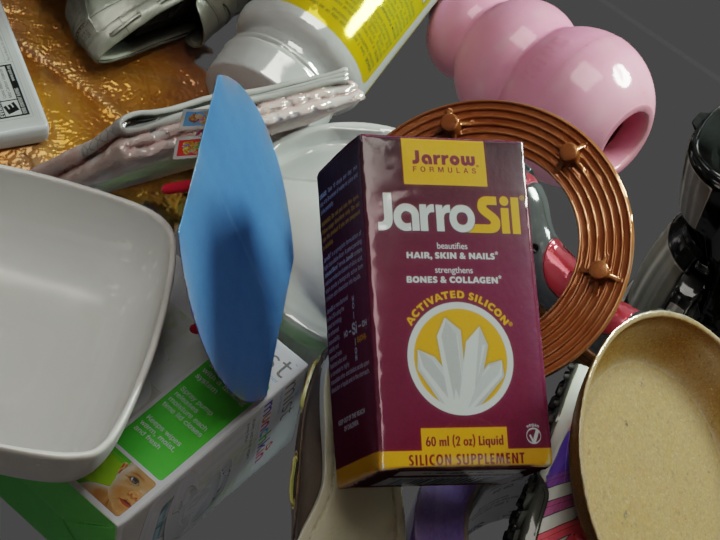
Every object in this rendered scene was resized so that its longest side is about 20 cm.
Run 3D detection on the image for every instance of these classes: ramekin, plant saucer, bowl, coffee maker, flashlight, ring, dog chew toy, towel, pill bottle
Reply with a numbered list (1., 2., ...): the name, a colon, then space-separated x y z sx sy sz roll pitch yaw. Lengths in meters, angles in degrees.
1. ramekin: 0.000 0.000 1.324 0.201 0.094 0.203 6 52 -8
2. plant saucer: 0.186 0.126 1.149 0.200 0.035 0.201 17 65 -40
3. bowl: -0.219 0.036 1.138 0.199 0.075 0.200 13 52 1
4. coffee maker: 0.294 -0.002 1.326 0.191 0.200 0.135 14 51 -2
5. flashlight: 0.143 0.003 1.252 0.200 0.068 0.068 42 80 19
6. ring: 0.076 -0.019 1.225 0.199 0.019 0.201 -3 73 11
7. dog chew toy: 0.130 -0.152 1.463 0.124 0.125 0.200 -31 57 -31
8. towel: -0.125 -0.089 1.301 0.199 0.191 0.032 -17 89 -35
9. pill bottle: -0.023 -0.191 1.444 0.114 0.114 0.200 31 63 11

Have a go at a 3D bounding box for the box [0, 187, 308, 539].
1. box: -0.166 0.076 1.227 0.200 0.097 0.176 39 56 19

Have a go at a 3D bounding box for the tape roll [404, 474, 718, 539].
1. tape roll: 0.123 0.193 1.208 0.199 0.085 0.201 6 52 -8

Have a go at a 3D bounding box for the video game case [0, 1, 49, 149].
1. video game case: -0.348 -0.159 1.415 0.182 0.022 0.201 -12 57 -22

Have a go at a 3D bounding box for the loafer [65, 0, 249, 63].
1. loafer: -0.129 -0.205 1.478 0.199 0.070 0.070 -18 66 -19

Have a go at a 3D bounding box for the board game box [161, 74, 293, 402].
1. board game box: -0.090 -0.016 1.171 0.039 0.158 0.201 -5 47 17

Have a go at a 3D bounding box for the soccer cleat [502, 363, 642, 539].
1. soccer cleat: 0.133 0.144 1.154 0.073 0.068 0.200 22 48 3

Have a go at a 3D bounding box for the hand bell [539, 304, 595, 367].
1. hand bell: 0.170 0.072 1.306 0.200 0.104 0.104 38 54 20

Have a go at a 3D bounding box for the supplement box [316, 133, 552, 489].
1. supplement box: 0.042 0.026 1.140 0.110 0.086 0.201 1 76 -19

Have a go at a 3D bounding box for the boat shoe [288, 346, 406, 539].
1. boat shoe: -0.012 0.142 1.194 0.071 0.059 0.201 5 89 -17
